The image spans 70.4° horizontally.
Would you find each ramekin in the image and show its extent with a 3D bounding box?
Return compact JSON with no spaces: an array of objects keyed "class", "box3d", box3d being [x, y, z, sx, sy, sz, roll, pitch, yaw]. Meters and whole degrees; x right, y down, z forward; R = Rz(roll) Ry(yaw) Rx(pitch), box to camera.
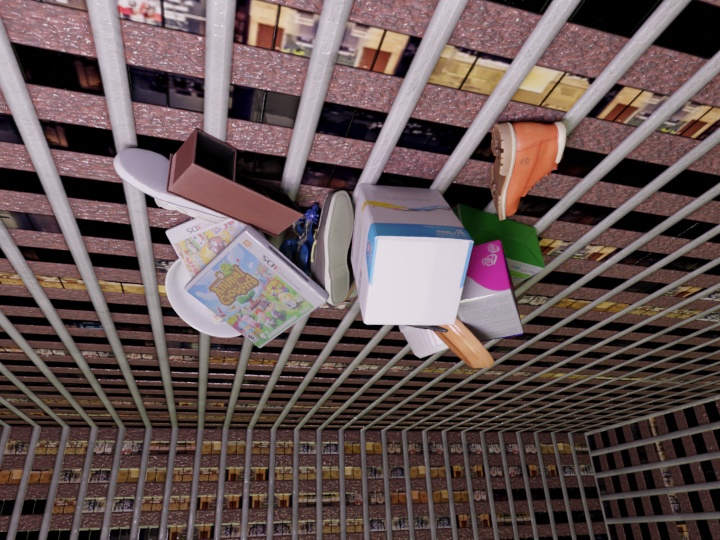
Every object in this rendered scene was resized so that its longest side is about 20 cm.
[{"class":"ramekin","box3d":[0.202,0.144,1.248,0.201,0.095,0.202,-19,169,-4]}]

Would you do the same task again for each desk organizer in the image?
[{"class":"desk organizer","box3d":[-0.187,-0.129,0.789,0.199,0.072,0.077,22,141,-39]}]

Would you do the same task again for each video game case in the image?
[{"class":"video game case","box3d":[-0.238,-0.010,0.924,0.181,0.023,0.201,-17,107,25]},{"class":"video game case","box3d":[-0.184,0.037,0.890,0.182,0.022,0.199,42,125,-19]}]

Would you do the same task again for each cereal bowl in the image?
[{"class":"cereal bowl","box3d":[-0.286,0.033,1.037,0.198,0.084,0.202,5,122,8]}]

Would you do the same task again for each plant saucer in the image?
[{"class":"plant saucer","box3d":[0.172,0.118,0.984,0.037,0.200,0.200,-43,147,-3]}]

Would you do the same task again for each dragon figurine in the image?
[{"class":"dragon figurine","box3d":[-0.113,-0.025,0.922,0.058,0.202,0.099,17,-175,13]}]

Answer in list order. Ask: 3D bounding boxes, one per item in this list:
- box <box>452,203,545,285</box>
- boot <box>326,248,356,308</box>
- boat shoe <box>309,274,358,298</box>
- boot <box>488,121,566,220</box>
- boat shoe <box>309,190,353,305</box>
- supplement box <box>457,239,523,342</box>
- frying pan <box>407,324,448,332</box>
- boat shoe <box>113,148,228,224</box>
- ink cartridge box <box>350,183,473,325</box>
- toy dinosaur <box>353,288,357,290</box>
[{"class":"box","box3d":[0.219,-0.023,0.998,0.198,0.098,0.176,12,150,-26]},{"class":"boot","box3d":[0.000,0.000,1.000,0.075,0.074,0.201,10,125,-42]},{"class":"boat shoe","box3d":[-0.008,0.010,1.076,0.200,0.065,0.075,-3,122,-4]},{"class":"boot","box3d":[0.256,-0.150,0.791,0.106,0.076,0.200,-9,151,3]},{"class":"boat shoe","box3d":[-0.056,-0.041,0.883,0.060,0.203,0.071,18,-157,34]},{"class":"supplement box","box3d":[0.226,0.045,0.920,0.102,0.102,0.200,-13,150,19]},{"class":"frying pan","box3d":[0.070,0.076,0.852,0.114,0.031,0.190,16,170,-5]},{"class":"boat shoe","box3d":[-0.291,-0.121,0.797,0.070,0.072,0.199,-30,147,35]},{"class":"ink cartridge box","box3d":[0.069,-0.031,0.814,0.144,0.201,0.148,2,120,-9]},{"class":"toy dinosaur","box3d":[0.055,0.028,0.982,0.102,0.077,0.200,34,-177,2]}]
